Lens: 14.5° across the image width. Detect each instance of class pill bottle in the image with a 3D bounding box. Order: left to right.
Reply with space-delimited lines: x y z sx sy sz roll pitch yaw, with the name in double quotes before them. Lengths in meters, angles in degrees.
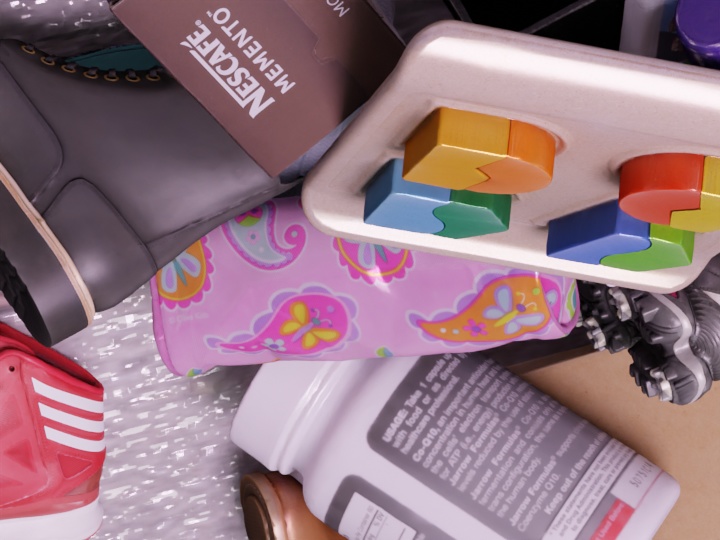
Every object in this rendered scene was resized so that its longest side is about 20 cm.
"pill bottle" 0.045 0.097 1.385 0.200 0.114 0.114 33 111 8

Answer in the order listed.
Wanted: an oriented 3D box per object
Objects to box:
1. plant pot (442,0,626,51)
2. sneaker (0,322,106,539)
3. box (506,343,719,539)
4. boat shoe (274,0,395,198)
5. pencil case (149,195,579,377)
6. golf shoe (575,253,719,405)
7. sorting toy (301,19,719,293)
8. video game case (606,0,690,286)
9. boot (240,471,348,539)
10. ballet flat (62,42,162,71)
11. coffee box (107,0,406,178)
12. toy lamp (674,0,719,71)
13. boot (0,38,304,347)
"plant pot" 0.127 -0.143 1.274 0.199 0.200 0.178 -27 137 -2
"sneaker" -0.216 0.079 1.366 0.200 0.078 0.116 -6 115 -31
"box" 0.153 0.107 1.420 0.200 0.021 0.164 -18 104 31
"boat shoe" -0.023 -0.088 1.321 0.072 0.062 0.200 15 135 -10
"pencil case" 0.000 0.000 1.309 0.200 0.088 0.088 -7 128 17
"golf shoe" 0.147 0.001 1.360 0.088 0.200 0.077 -23 118 -9
"sorting toy" 0.083 -0.035 1.147 0.185 0.037 0.200 10 160 -11
"video game case" 0.191 -0.084 1.223 0.182 0.023 0.200 -20 148 -14
"boot" 0.030 0.149 1.486 0.155 0.077 0.200 -24 129 -2
"ballet flat" -0.153 -0.051 1.309 0.200 0.074 0.074 -16 126 -8
"coffee box" -0.066 -0.143 1.188 0.080 0.200 0.113 -38 126 6
"toy lamp" 0.187 -0.074 1.158 0.058 0.058 0.200 -47 144 13
"boot" -0.131 -0.084 1.251 0.138 0.077 0.200 -30 89 -17
